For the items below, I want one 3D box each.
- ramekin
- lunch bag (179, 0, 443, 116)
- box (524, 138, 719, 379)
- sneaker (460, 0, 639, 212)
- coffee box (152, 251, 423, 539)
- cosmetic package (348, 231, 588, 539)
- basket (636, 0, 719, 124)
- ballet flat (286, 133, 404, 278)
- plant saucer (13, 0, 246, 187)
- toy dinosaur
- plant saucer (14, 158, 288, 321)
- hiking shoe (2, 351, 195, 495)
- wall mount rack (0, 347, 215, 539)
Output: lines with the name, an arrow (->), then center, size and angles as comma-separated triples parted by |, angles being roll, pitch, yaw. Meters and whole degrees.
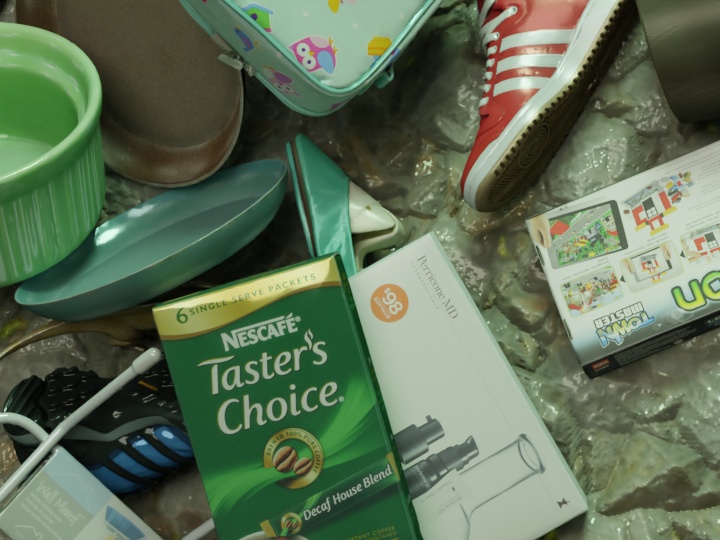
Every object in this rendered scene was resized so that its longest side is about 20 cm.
ramekin -> -0.268, -0.074, 1.474 | 0.200, 0.098, 0.200 | -4, 39, 3
lunch bag -> -0.018, -0.203, 1.399 | 0.160, 0.077, 0.200 | 44, 69, -12
box -> 0.217, -0.019, 1.390 | 0.200, 0.035, 0.110 | -22, 68, 9
sneaker -> 0.096, -0.140, 1.445 | 0.112, 0.071, 0.200 | 30, 75, 19
coffee box -> -0.043, 0.099, 1.322 | 0.123, 0.044, 0.200 | -15, 91, 7
cosmetic package -> 0.030, 0.098, 1.363 | 0.151, 0.052, 0.200 | -30, 89, 3
basket -> 0.283, -0.173, 1.367 | 0.200, 0.136, 0.181 | -17, 42, 16
ballet flat -> 0.000, 0.000, 1.435 | 0.070, 0.067, 0.200 | -12, 75, 7
plant saucer -> -0.153, -0.153, 1.486 | 0.200, 0.200, 0.032 | 28, 41, 23
toy dinosaur -> -0.156, 0.028, 1.444 | 0.200, 0.101, 0.058 | -11, 88, 9
plant saucer -> -0.133, -0.016, 1.431 | 0.200, 0.200, 0.027 | -24, 104, 8
hiking shoe -> -0.135, 0.105, 1.441 | 0.200, 0.087, 0.074 | -3, 39, 4
wall mount rack -> -0.153, 0.151, 1.375 | 0.200, 0.075, 0.174 | 45, 79, -15
